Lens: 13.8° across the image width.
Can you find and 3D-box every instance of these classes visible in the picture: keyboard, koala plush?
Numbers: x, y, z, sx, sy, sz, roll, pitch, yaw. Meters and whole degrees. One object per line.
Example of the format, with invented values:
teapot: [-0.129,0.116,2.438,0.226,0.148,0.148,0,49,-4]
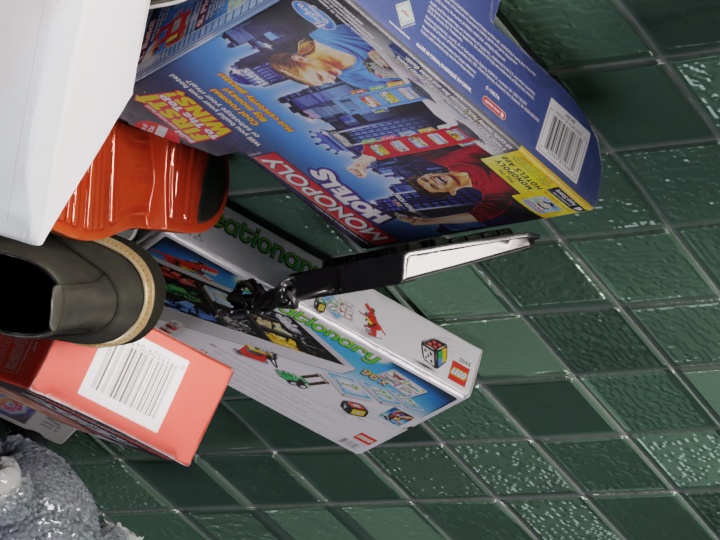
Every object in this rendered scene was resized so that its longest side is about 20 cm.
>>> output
keyboard: [0.000,0.000,1.459,0.126,0.021,0.200,-15,-179,-17]
koala plush: [-0.237,0.165,1.820,0.199,0.185,0.177,-8,144,35]

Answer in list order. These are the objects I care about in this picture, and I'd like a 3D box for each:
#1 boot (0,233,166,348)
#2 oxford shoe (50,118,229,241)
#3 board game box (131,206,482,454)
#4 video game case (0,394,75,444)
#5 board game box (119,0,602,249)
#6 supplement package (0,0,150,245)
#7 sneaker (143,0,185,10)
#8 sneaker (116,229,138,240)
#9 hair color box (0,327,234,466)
boot: [-0.208,-0.007,1.449,0.199,0.078,0.138,7,-177,15]
oxford shoe: [-0.146,-0.049,1.460,0.072,0.072,0.200,4,175,31]
board game box: [-0.048,0.030,1.635,0.199,0.035,0.126,30,150,-19]
video game case: [-0.243,0.034,1.771,0.199,0.018,0.143,26,149,-13]
board game box: [-0.018,-0.089,1.390,0.199,0.062,0.200,-8,145,43]
supplement package: [-0.191,-0.148,1.234,0.199,0.147,0.192,16,122,3]
sneaker: [-0.109,-0.152,1.350,0.199,0.085,0.073,-27,105,28]
sneaker: [-0.210,-0.052,1.555,0.199,0.079,0.078,11,131,-1]
hair color box: [-0.154,0.050,1.616,0.101,0.062,0.200,28,173,-20]
